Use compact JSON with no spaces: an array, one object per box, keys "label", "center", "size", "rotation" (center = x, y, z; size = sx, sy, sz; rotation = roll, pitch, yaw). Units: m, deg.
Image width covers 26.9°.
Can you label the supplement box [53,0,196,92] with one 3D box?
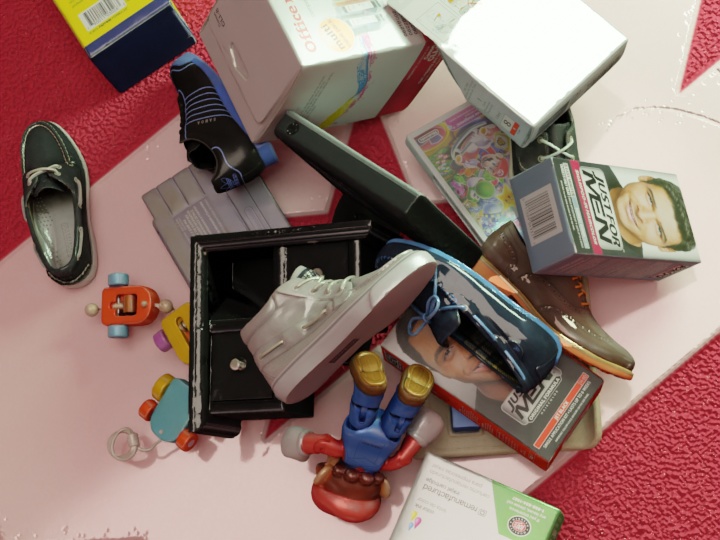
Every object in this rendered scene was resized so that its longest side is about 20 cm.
[{"label":"supplement box","center":[-0.288,-0.320,1.679],"size":[0.109,0.109,0.200],"rotation":[-34,73,0]}]

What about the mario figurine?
[{"label":"mario figurine","center":[0.001,0.159,1.489],"size":[0.123,0.106,0.200],"rotation":[38,128,19]}]

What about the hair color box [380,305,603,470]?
[{"label":"hair color box","center":[0.128,0.097,1.482],"size":[0.200,0.061,0.102],"rotation":[33,79,13]}]

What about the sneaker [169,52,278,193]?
[{"label":"sneaker","center":[-0.168,-0.160,1.612],"size":[0.078,0.070,0.200],"rotation":[-33,50,-11]}]

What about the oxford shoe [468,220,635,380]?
[{"label":"oxford shoe","center":[0.197,0.029,1.473],"size":[0.200,0.071,0.073],"rotation":[40,95,14]}]

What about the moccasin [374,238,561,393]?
[{"label":"moccasin","center":[0.094,0.042,1.424],"size":[0.200,0.081,0.068],"rotation":[31,66,13]}]

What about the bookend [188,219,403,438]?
[{"label":"bookend","center":[-0.064,0.062,1.500],"size":[0.198,0.092,0.201],"rotation":[-4,79,22]}]

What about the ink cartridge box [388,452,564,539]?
[{"label":"ink cartridge box","center":[0.094,0.300,1.468],"size":[0.144,0.084,0.200],"rotation":[22,81,14]}]

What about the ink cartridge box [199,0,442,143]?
[{"label":"ink cartridge box","center":[-0.036,-0.243,1.555],"size":[0.200,0.145,0.146],"rotation":[-17,71,-32]}]

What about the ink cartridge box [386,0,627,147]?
[{"label":"ink cartridge box","center":[0.146,-0.240,1.530],"size":[0.200,0.050,0.162],"rotation":[41,64,14]}]

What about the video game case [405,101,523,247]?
[{"label":"video game case","center":[0.160,-0.095,1.575],"size":[0.143,0.018,0.200],"rotation":[-30,73,-17]}]

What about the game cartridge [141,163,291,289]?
[{"label":"game cartridge","center":[-0.137,-0.029,1.620],"size":[0.129,0.038,0.200],"rotation":[-33,73,4]}]

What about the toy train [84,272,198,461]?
[{"label":"toy train","center":[-0.213,0.099,1.591],"size":[0.150,0.056,0.201],"rotation":[-9,78,22]}]

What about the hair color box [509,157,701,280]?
[{"label":"hair color box","center":[0.243,-0.048,1.479],"size":[0.061,0.200,0.099],"rotation":[-27,68,43]}]

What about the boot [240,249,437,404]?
[{"label":"boot","center":[-0.028,0.027,1.403],"size":[0.200,0.074,0.096],"rotation":[-42,69,12]}]

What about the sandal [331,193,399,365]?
[{"label":"sandal","center":[0.000,0.000,1.567],"size":[0.075,0.045,0.201],"rotation":[10,68,-4]}]

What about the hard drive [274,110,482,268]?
[{"label":"hard drive","center":[0.017,-0.077,1.487],"size":[0.200,0.140,0.033],"rotation":[36,88,38]}]

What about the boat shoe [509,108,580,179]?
[{"label":"boat shoe","center":[0.190,-0.124,1.545],"size":[0.072,0.068,0.201],"rotation":[-5,69,-10]}]

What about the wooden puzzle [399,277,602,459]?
[{"label":"wooden puzzle","center":[0.139,0.094,1.534],"size":[0.199,0.046,0.186],"rotation":[-5,75,8]}]

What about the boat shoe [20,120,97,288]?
[{"label":"boat shoe","center":[-0.334,-0.081,1.650],"size":[0.075,0.060,0.201],"rotation":[-22,73,3]}]
